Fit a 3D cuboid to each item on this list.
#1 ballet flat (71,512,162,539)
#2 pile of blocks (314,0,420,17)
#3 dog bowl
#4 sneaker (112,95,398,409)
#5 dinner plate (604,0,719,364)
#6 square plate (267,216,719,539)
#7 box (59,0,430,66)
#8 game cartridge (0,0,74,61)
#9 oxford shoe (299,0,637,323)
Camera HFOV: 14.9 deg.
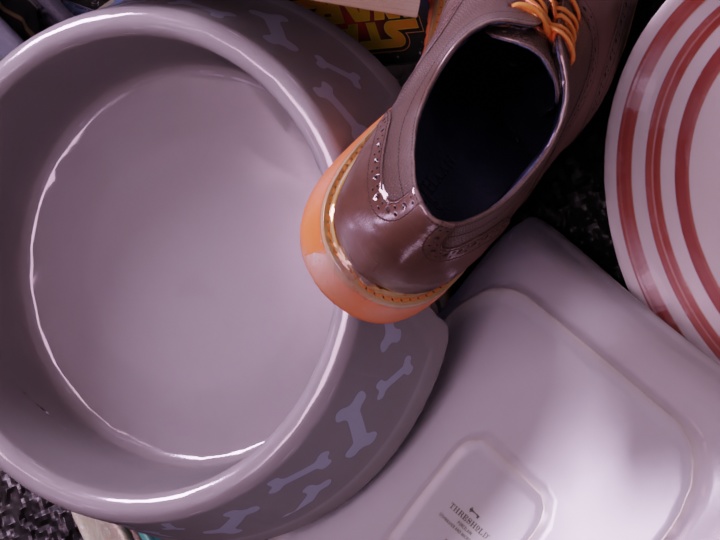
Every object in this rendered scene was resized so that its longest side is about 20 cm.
[{"bbox_3d":[-0.056,0.145,1.046,0.062,0.067,0.200,-46,63,53],"label":"ballet flat"},{"bbox_3d":[-0.066,-0.136,0.938,0.199,0.082,0.062,13,100,16],"label":"pile of blocks"},{"bbox_3d":[-0.068,-0.002,0.956,0.199,0.059,0.201,0,90,24],"label":"dog bowl"},{"bbox_3d":[0.000,0.000,0.999,0.199,0.077,0.112,-16,90,19],"label":"sneaker"},{"bbox_3d":[0.172,-0.019,0.905,0.200,0.024,0.201,15,119,29],"label":"dinner plate"},{"bbox_3d":[0.043,0.094,0.926,0.198,0.028,0.200,-52,38,3],"label":"square plate"},{"bbox_3d":[-0.040,-0.139,1.002,0.199,0.040,0.137,-2,122,29],"label":"box"},{"bbox_3d":[-0.187,-0.100,1.043,0.133,0.041,0.200,-17,126,45],"label":"game cartridge"},{"bbox_3d":[0.056,-0.069,0.899,0.071,0.200,0.073,36,149,-10],"label":"oxford shoe"}]
